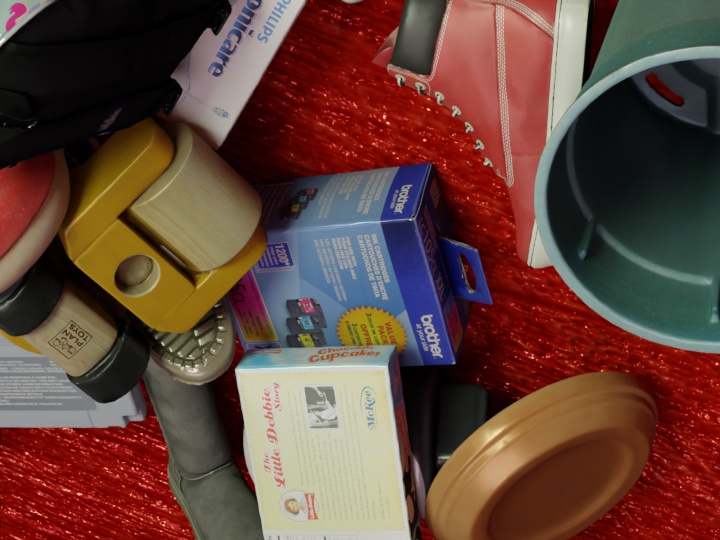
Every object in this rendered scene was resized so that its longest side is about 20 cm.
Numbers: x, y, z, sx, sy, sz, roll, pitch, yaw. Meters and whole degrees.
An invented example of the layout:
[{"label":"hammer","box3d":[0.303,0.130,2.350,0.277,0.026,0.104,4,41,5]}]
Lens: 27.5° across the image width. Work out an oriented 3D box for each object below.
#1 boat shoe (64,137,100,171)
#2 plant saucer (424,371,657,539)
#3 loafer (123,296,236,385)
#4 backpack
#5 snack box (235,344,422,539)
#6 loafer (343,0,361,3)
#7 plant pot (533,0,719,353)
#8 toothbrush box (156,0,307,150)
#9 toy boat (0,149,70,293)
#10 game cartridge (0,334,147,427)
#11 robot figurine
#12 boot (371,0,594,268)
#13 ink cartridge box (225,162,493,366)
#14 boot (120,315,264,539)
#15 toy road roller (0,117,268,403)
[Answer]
[{"label":"boat shoe","box3d":[-0.252,-0.104,1.076,0.073,0.060,0.201,-23,110,31]},{"label":"plant saucer","box3d":[0.143,0.157,1.117,0.198,0.038,0.201,-20,142,-16]},{"label":"loafer","box3d":[-0.147,0.019,1.108,0.075,0.200,0.068,-39,140,-5]},{"label":"backpack","box3d":[-0.192,-0.143,0.842,0.151,0.200,0.178,45,129,5]},{"label":"snack box","box3d":[-0.019,0.154,1.083,0.115,0.037,0.202,-2,111,14]},{"label":"loafer","box3d":[0.027,-0.250,0.883,0.069,0.070,0.201,19,131,1]},{"label":"plant pot","box3d":[0.213,-0.092,0.868,0.198,0.197,0.202,8,130,10]},{"label":"toothbrush box","box3d":[-0.138,-0.198,0.965,0.199,0.086,0.147,30,129,-7]},{"label":"toy boat","box3d":[-0.272,-0.078,0.944,0.130,0.201,0.130,-36,144,20]},{"label":"game cartridge","box3d":[-0.276,0.072,1.157,0.197,0.041,0.134,0,140,7]},{"label":"robot figurine","box3d":[0.007,0.130,1.158,0.198,0.125,0.152,-2,112,15]},{"label":"boot","box3d":[0.080,-0.099,0.990,0.143,0.073,0.202,6,121,13]},{"label":"ink cartridge box","box3d":[0.000,0.000,1.089,0.198,0.077,0.137,-6,126,19]},{"label":"boot","box3d":[-0.126,0.133,1.198,0.181,0.072,0.202,37,140,40]},{"label":"toy road roller","box3d":[-0.177,-0.025,1.025,0.200,0.146,0.123,-42,128,5]}]
